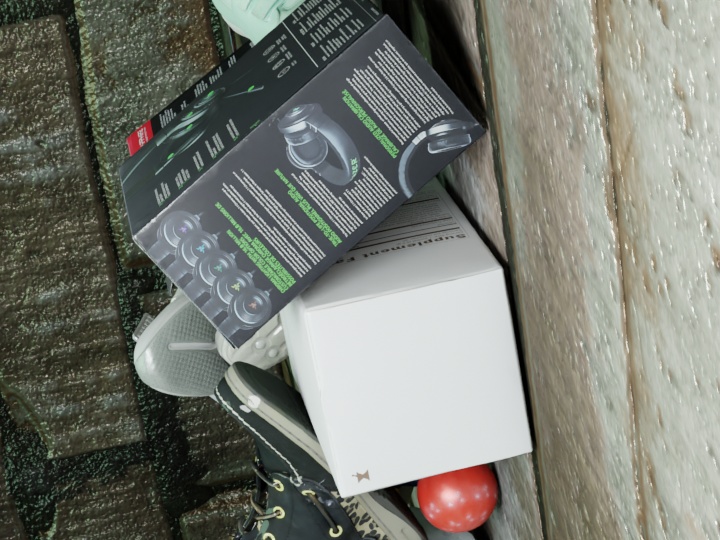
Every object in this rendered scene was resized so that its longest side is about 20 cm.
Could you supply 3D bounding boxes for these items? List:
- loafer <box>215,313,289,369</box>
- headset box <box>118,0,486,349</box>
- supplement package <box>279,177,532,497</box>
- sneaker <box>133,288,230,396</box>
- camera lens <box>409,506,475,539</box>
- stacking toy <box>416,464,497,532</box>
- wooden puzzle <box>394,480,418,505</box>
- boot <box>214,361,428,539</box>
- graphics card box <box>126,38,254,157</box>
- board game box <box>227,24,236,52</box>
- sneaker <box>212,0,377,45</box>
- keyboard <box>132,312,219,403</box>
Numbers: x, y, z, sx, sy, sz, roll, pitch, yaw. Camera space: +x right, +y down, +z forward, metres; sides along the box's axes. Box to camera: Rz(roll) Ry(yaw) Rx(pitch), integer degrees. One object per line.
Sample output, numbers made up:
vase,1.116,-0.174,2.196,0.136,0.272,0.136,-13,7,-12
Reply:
loafer,-0.031,-0.022,1.402,0.070,0.200,0.070,39,178,-34
headset box,-0.046,-0.064,1.219,0.093,0.200,0.174,48,-177,-18
supplement package,0.019,0.034,1.277,0.200,0.119,0.122,-117,16,-69
sneaker,-0.101,0.035,1.457,0.200,0.080,0.071,-36,-65,-52
camera lens,0.029,0.289,1.512,0.160,0.159,0.200,-108,8,-48
stacking toy,0.038,0.083,1.421,0.085,0.085,0.201,92,161,-68
wooden puzzle,0.010,0.145,1.607,0.185,0.046,0.200,63,-147,-44
boot,-0.065,0.164,1.362,0.204,0.154,0.074,46,-175,-37
graphics card box,-0.064,-0.111,1.429,0.051,0.200,0.126,46,-170,-28
board game box,-0.146,-0.355,2.525,0.158,0.039,0.201,84,178,-84
sneaker,-0.071,-0.201,1.386,0.118,0.074,0.200,51,168,-30
keyboard,-0.091,0.102,1.621,0.200,0.011,0.056,37,-169,-7
